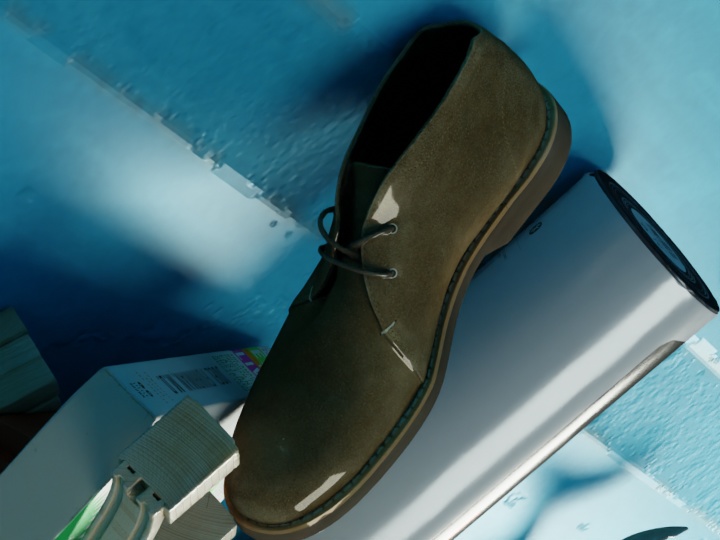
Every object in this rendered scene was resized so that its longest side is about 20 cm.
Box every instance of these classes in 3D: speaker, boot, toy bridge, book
[{"bbox_3d":[0.050,0.051,1.095,0.200,0.081,0.081,-42,152,11],"label":"speaker"},{"bbox_3d":[0.000,0.000,0.931,0.200,0.073,0.075,-60,144,-14],"label":"boot"},{"bbox_3d":[-0.076,0.102,0.914,0.067,0.027,0.200,-41,168,-17],"label":"toy bridge"},{"bbox_3d":[-0.097,0.084,0.955,0.134,0.048,0.200,-47,171,10],"label":"book"}]

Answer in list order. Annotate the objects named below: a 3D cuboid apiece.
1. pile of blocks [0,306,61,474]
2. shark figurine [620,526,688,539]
[{"bbox_3d":[-0.182,0.077,0.894,0.200,0.062,0.082,-14,145,-35],"label":"pile of blocks"},{"bbox_3d":[0.082,0.212,1.411,0.215,0.128,0.089,-66,169,18],"label":"shark figurine"}]
